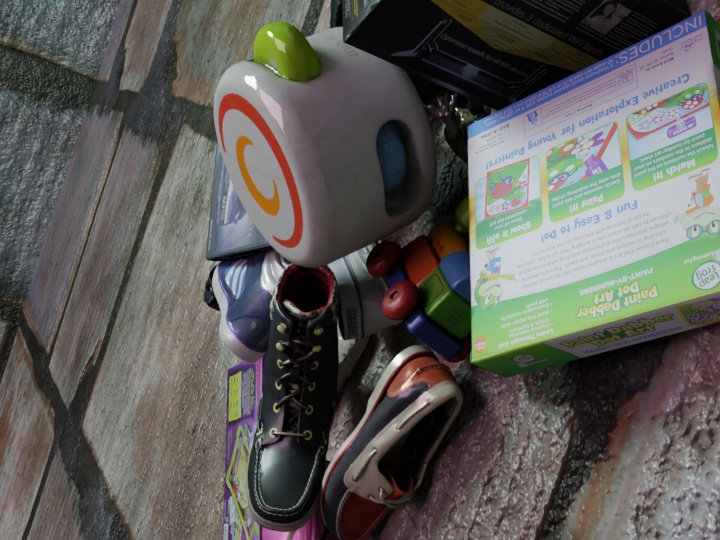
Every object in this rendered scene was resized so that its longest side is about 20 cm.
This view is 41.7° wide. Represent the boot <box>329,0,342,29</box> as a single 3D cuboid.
[{"bbox_3d":[-0.012,-0.352,0.955,0.168,0.076,0.201,58,145,36],"label":"boot"}]

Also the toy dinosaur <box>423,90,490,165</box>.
[{"bbox_3d":[0.089,-0.116,0.785,0.047,0.088,0.200,-15,30,14],"label":"toy dinosaur"}]

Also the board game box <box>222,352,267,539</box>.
[{"bbox_3d":[-0.120,0.199,1.042,0.120,0.032,0.201,146,127,-63],"label":"board game box"}]

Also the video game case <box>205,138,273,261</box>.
[{"bbox_3d":[-0.119,-0.088,1.001,0.200,0.019,0.144,-8,76,63],"label":"video game case"}]

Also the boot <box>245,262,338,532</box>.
[{"bbox_3d":[-0.059,0.104,0.827,0.204,0.073,0.154,-79,-6,-47],"label":"boot"}]

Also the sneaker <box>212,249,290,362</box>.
[{"bbox_3d":[-0.090,-0.002,1.029,0.147,0.080,0.200,-49,23,16],"label":"sneaker"}]

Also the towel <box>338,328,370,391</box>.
[{"bbox_3d":[-0.052,0.061,1.024,0.133,0.034,0.200,-62,30,22],"label":"towel"}]

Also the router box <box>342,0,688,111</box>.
[{"bbox_3d":[0.110,-0.195,0.693,0.157,0.199,0.053,-37,44,46],"label":"router box"}]

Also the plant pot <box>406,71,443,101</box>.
[{"bbox_3d":[0.065,-0.253,0.859,0.200,0.186,0.188,124,151,-53],"label":"plant pot"}]

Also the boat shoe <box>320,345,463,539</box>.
[{"bbox_3d":[0.025,0.159,0.791,0.063,0.071,0.201,49,122,45],"label":"boat shoe"}]

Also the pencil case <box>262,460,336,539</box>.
[{"bbox_3d":[-0.053,0.269,0.854,0.094,0.090,0.201,85,-179,-58],"label":"pencil case"}]

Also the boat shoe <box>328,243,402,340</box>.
[{"bbox_3d":[0.000,0.000,0.926,0.200,0.065,0.072,-111,14,-67],"label":"boat shoe"}]

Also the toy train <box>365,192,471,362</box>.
[{"bbox_3d":[0.070,-0.022,0.815,0.116,0.085,0.200,-46,27,14],"label":"toy train"}]

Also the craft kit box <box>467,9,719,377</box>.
[{"bbox_3d":[0.162,-0.046,0.637,0.199,0.048,0.199,-21,53,41],"label":"craft kit box"}]

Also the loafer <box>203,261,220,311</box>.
[{"bbox_3d":[-0.169,0.000,1.243,0.200,0.063,0.072,-29,50,53],"label":"loafer"}]

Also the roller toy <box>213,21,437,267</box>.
[{"bbox_3d":[-0.027,-0.106,0.810,0.183,0.139,0.200,61,157,7],"label":"roller toy"}]
